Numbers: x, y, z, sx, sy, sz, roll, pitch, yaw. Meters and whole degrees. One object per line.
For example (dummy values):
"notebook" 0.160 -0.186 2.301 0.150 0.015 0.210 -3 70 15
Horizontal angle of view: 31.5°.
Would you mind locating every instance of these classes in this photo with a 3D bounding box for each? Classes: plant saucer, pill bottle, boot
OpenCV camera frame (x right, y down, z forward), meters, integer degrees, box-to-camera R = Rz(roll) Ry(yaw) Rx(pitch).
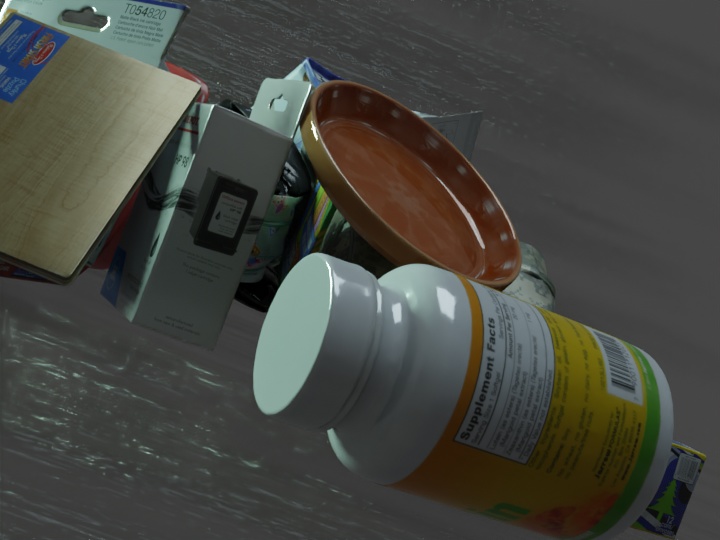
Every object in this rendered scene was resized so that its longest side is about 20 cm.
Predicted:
"plant saucer" 0.035 -0.057 0.934 0.199 0.032 0.201 32 29 -20
"pill bottle" 0.051 0.063 0.651 0.199 0.112 0.111 21 1 -24
"boot" -0.089 0.020 1.305 0.199 0.070 0.174 30 6 -9

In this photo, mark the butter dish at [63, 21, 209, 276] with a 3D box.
"butter dish" -0.226 -0.080 1.072 0.199 0.200 0.148 24 -18 28

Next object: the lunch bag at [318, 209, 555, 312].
"lunch bag" 0.049 0.043 0.990 0.198 0.140 0.168 21 23 -10

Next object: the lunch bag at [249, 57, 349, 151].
"lunch bag" -0.039 -0.103 1.336 0.199 0.169 0.125 19 41 -57

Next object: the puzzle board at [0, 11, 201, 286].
"puzzle board" -0.213 -0.085 0.843 0.149 0.201 0.017 21 -42 5

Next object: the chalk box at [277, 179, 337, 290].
"chalk box" 0.000 0.000 1.133 0.124 0.201 0.124 20 24 -11

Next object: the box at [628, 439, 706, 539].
"box" 0.129 0.116 0.837 0.199 0.065 0.070 22 1 -30

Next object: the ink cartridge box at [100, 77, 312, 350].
"ink cartridge box" -0.114 -0.056 0.924 0.066 0.202 0.116 21 1 -24

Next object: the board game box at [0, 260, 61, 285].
"board game box" -0.282 -0.023 0.841 0.102 0.020 0.200 21 1 14

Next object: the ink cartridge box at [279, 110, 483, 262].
"ink cartridge box" 0.021 -0.085 1.246 0.199 0.164 0.050 -14 37 -42

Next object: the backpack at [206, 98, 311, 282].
"backpack" -0.139 -0.082 1.181 0.166 0.127 0.200 -3 33 -46

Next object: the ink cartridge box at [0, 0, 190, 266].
"ink cartridge box" -0.232 -0.119 0.966 0.198 0.201 0.041 17 -15 34
